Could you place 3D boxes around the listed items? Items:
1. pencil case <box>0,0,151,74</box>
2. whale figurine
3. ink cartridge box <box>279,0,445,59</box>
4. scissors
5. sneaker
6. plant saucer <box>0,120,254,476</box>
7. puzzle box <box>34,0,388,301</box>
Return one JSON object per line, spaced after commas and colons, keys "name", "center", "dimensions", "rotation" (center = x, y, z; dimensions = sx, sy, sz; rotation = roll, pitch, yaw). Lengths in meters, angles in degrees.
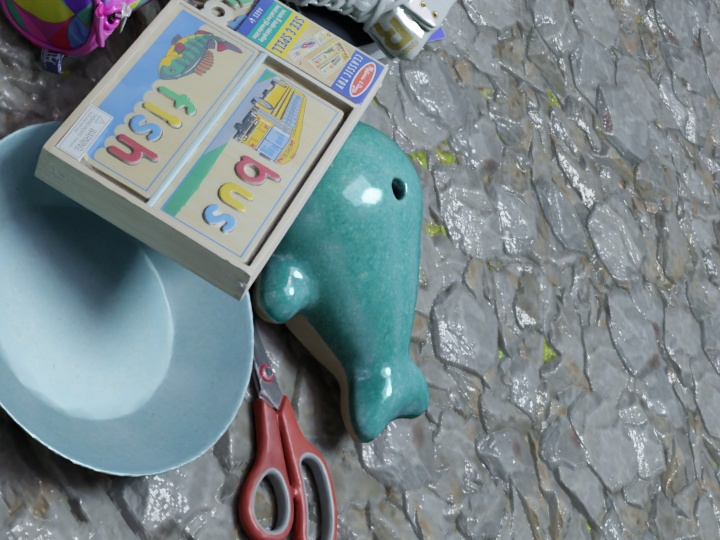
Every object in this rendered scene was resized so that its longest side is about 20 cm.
{"name": "pencil case", "center": [-0.137, -0.199, 0.913], "dimensions": [0.089, 0.088, 0.200], "rotation": [51, 43, -13]}
{"name": "whale figurine", "center": [0.000, 0.000, 0.935], "dimensions": [0.158, 0.103, 0.202], "rotation": [-17, 86, -52]}
{"name": "ink cartridge box", "center": [-0.020, -0.249, 1.091], "dimensions": [0.199, 0.043, 0.200], "rotation": [-25, 89, -51]}
{"name": "scissors", "center": [-0.052, 0.076, 0.915], "dimensions": [0.073, 0.014, 0.202], "rotation": [11, 61, -40]}
{"name": "sneaker", "center": [0.001, -0.188, 0.996], "dimensions": [0.200, 0.073, 0.116], "rotation": [-36, 95, -47]}
{"name": "plant saucer", "center": [-0.146, 0.018, 0.824], "dimensions": [0.200, 0.039, 0.203], "rotation": [23, 55, -36]}
{"name": "puzzle box", "center": [-0.078, -0.086, 0.857], "dimensions": [0.132, 0.026, 0.201], "rotation": [31, 48, -1]}
